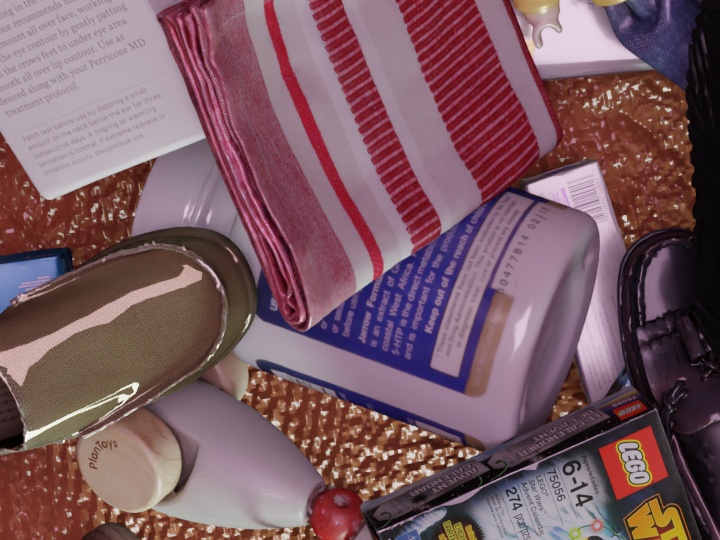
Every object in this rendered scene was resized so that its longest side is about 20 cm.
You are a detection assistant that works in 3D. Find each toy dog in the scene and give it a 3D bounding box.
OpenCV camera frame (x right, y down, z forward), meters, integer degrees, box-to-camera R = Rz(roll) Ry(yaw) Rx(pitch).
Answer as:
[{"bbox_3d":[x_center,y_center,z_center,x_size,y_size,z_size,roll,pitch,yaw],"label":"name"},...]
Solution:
[{"bbox_3d":[-0.050,0.119,1.358,0.131,0.097,0.200,-21,59,-36],"label":"toy dog"}]

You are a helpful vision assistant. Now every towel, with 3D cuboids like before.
[{"bbox_3d":[0.008,-0.080,1.238,0.023,0.200,0.145,-11,107,44],"label":"towel"}]

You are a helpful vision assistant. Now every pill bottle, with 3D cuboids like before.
[{"bbox_3d":[0.000,0.000,1.333,0.199,0.120,0.120,20,92,14],"label":"pill bottle"}]

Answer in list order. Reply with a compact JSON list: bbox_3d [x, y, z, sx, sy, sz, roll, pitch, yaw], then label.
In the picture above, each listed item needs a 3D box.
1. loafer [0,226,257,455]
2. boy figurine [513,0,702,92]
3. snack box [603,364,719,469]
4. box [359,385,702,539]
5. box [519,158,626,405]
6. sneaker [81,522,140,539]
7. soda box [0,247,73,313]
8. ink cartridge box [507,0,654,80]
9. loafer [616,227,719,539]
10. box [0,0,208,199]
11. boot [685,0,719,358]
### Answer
[{"bbox_3d":[-0.137,0.045,1.287,0.199,0.067,0.076,-27,99,15],"label":"loafer"},{"bbox_3d":[0.111,-0.155,1.282,0.124,0.064,0.200,-45,94,1],"label":"boy figurine"},{"bbox_3d":[0.148,0.116,1.353,0.116,0.037,0.201,33,91,-3],"label":"snack box"},{"bbox_3d":[0.097,0.170,1.292,0.136,0.040,0.201,-24,109,-7],"label":"box"},{"bbox_3d":[0.124,0.046,1.388,0.041,0.039,0.201,-18,93,1],"label":"box"},{"bbox_3d":[-0.117,0.222,1.359,0.075,0.070,0.201,-11,83,-26],"label":"sneaker"},{"bbox_3d":[-0.233,0.034,1.368,0.198,0.068,0.065,-7,95,0],"label":"soda box"},{"bbox_3d":[0.068,-0.161,1.354,0.198,0.088,0.146,-5,94,1],"label":"ink cartridge box"},{"bbox_3d":[0.170,0.077,1.301,0.071,0.063,0.201,-17,93,-3],"label":"loafer"},{"bbox_3d":[-0.119,-0.162,1.239,0.106,0.152,0.201,-19,112,33],"label":"box"},{"bbox_3d":[0.228,-0.054,1.259,0.161,0.073,0.200,-14,120,-21],"label":"boot"}]
